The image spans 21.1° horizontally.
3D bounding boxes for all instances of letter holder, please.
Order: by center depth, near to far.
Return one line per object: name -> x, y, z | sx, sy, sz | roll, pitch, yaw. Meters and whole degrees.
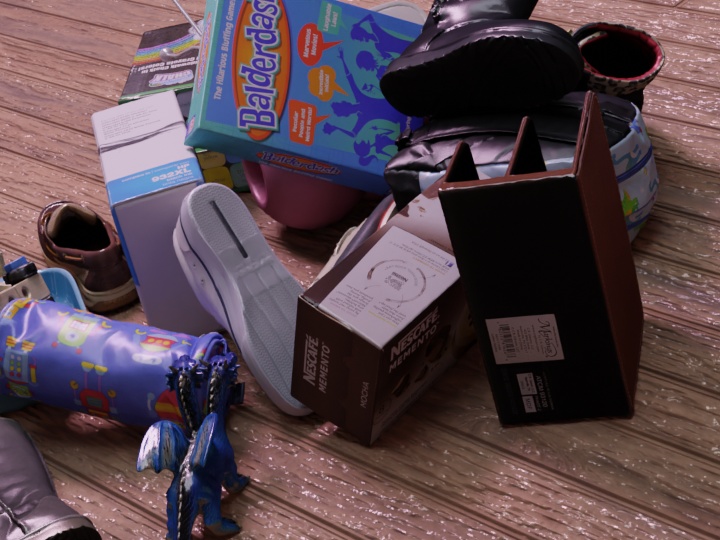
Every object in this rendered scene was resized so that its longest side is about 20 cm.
letter holder -> 0.138, -0.013, 1.404 | 0.100, 0.201, 0.142 | -6, 31, 19

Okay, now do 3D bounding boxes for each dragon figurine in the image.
dragon figurine -> -0.122, 0.139, 1.384 | 0.058, 0.100, 0.200 | -8, 31, 16

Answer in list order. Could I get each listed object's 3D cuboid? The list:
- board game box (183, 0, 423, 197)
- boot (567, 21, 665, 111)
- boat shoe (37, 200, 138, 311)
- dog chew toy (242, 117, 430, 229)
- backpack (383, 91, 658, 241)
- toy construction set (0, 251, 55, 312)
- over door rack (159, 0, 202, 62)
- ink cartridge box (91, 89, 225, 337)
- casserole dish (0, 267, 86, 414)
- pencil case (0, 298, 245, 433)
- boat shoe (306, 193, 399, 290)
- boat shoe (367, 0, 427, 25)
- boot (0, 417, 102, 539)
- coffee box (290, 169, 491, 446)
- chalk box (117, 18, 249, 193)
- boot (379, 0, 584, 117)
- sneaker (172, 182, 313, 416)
board game box -> -0.042, -0.158, 1.650 | 0.199, 0.153, 0.045 | 13, -20, -18
boot -> 0.157, -0.173, 1.668 | 0.202, 0.154, 0.074 | 10, 74, -2
boat shoe -> -0.256, -0.032, 1.772 | 0.072, 0.072, 0.200 | -23, 30, -12
dog chew toy -> -0.004, -0.113, 1.740 | 0.199, 0.125, 0.125 | -17, 28, -17
backpack -> 0.147, -0.082, 1.598 | 0.199, 0.155, 0.163 | -17, 16, 32
toy construction set -> -0.334, 0.041, 1.606 | 0.131, 0.092, 0.200 | -25, 21, 27
over door rack -> -0.128, -0.242, 1.780 | 0.147, 0.201, 0.067 | -13, -22, -46
ink cartridge box -> -0.168, -0.048, 1.678 | 0.083, 0.146, 0.200 | -18, 29, -4
casserole dish -> -0.290, 0.063, 1.664 | 0.120, 0.039, 0.200 | -21, 29, -7
pencil case -> -0.193, 0.073, 1.519 | 0.199, 0.078, 0.087 | 10, 54, 18
boat shoe -> 0.000, 0.000, 1.593 | 0.062, 0.071, 0.200 | -3, 36, 28
boat shoe -> -0.030, -0.189, 1.730 | 0.199, 0.062, 0.073 | -17, 71, -26
boot -> -0.298, 0.185, 1.428 | 0.181, 0.073, 0.200 | -16, 33, -28
coffee box -> 0.040, 0.023, 1.465 | 0.080, 0.113, 0.200 | 32, 50, 22
chalk box -> -0.152, -0.146, 1.862 | 0.124, 0.125, 0.200 | -10, 31, 10
boot -> 0.122, -0.212, 1.602 | 0.199, 0.077, 0.169 | -7, 44, 43
sneaker -> -0.084, 0.027, 1.521 | 0.073, 0.201, 0.071 | -20, -16, -25
